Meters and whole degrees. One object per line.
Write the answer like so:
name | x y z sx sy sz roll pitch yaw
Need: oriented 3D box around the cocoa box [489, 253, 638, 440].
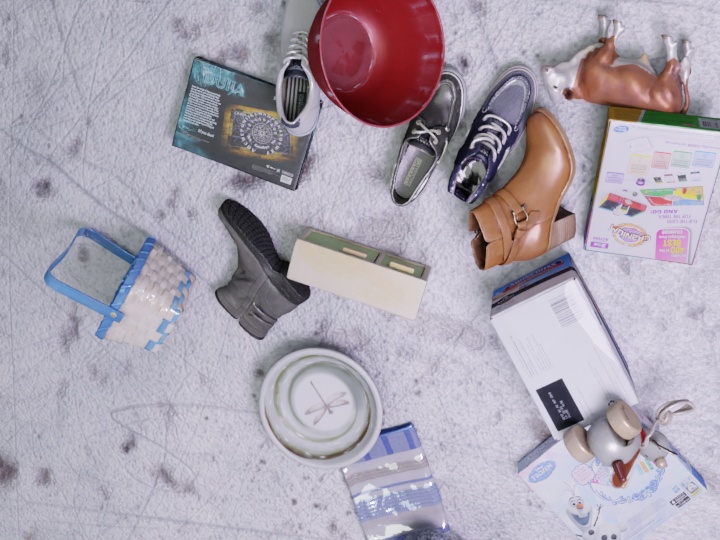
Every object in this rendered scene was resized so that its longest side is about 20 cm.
cocoa box | 0.283 0.103 1.269 0.132 0.131 0.202 -27 99 17

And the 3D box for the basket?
basket | -0.358 0.023 1.349 0.199 0.177 0.139 35 113 -13

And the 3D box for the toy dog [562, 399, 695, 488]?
toy dog | 0.368 0.245 1.212 0.197 0.097 0.132 3 141 -27

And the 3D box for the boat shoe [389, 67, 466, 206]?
boat shoe | 0.094 -0.182 1.259 0.070 0.064 0.202 21 109 4

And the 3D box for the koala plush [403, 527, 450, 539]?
koala plush | 0.162 0.499 1.405 0.198 0.185 0.179 17 118 -28

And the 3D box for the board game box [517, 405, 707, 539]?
board game box | 0.375 0.309 1.357 0.200 0.043 0.199 -43 95 19

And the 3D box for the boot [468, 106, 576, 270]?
boot | 0.209 -0.107 1.224 0.153 0.077 0.203 -19 117 -18

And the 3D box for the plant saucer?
plant saucer | -0.059 0.209 1.410 0.197 0.050 0.203 3 107 10

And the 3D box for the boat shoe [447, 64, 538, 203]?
boat shoe | 0.181 -0.179 1.228 0.074 0.093 0.202 25 109 3

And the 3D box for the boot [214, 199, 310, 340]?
boot | -0.180 0.004 1.370 0.130 0.068 0.201 -36 95 24

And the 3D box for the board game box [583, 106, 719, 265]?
board game box | 0.388 -0.110 1.203 0.151 0.041 0.202 9 126 8

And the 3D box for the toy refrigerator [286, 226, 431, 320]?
toy refrigerator | 0.000 0.000 1.325 0.197 0.076 0.071 19 109 6

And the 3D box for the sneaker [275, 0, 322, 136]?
sneaker | -0.079 -0.289 1.243 0.072 0.071 0.204 0 91 6

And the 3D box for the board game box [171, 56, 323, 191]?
board game box | -0.166 -0.214 1.319 0.197 0.028 0.137 21 107 4

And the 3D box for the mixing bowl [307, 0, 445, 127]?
mixing bowl | 0.003 -0.292 1.199 0.108 0.198 0.204 13 106 54

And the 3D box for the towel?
towel | 0.049 0.351 1.445 0.145 0.024 0.203 -16 102 14

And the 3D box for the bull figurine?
bull figurine | 0.339 -0.261 1.187 0.197 0.065 0.123 18 110 5
